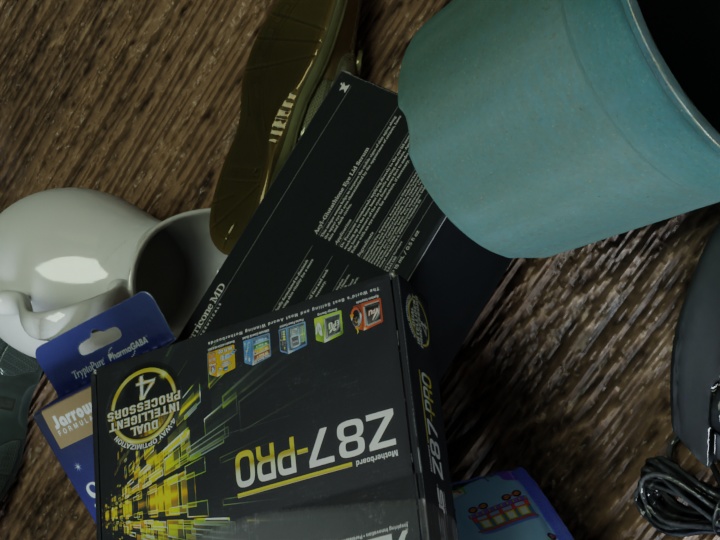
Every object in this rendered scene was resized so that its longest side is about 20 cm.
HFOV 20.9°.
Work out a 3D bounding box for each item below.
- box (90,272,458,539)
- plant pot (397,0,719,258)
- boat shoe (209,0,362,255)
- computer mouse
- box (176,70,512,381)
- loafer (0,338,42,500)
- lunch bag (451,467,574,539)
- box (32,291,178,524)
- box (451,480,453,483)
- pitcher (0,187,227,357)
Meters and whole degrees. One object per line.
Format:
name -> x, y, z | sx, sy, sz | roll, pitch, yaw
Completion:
box -> -0.050, 0.106, 1.054 | 0.198, 0.049, 0.163 | -17, 63, 21
plant pot -> 0.134, -0.106, 1.017 | 0.195, 0.199, 0.202 | -25, 64, 47
boat shoe -> -0.038, -0.100, 1.276 | 0.073, 0.063, 0.203 | 9, 81, 50
computer mouse -> 0.203, 0.046, 1.001 | 0.138, 0.052, 0.202 | 12, 90, 46
box -> 0.000, 0.000, 1.159 | 0.141, 0.079, 0.201 | 28, 85, 42
loafer -> -0.286, 0.109, 1.471 | 0.063, 0.071, 0.202 | 25, 92, 64
lunch bag -> 0.052, 0.190, 1.045 | 0.095, 0.149, 0.201 | 83, 164, -50
box -> -0.123, 0.122, 1.186 | 0.121, 0.032, 0.201 | -25, 96, 39
box -> -0.014, 0.197, 1.187 | 0.200, 0.043, 0.161 | -42, 54, 30
pitcher -> -0.192, 0.010, 1.317 | 0.199, 0.171, 0.123 | 1, 104, 43
